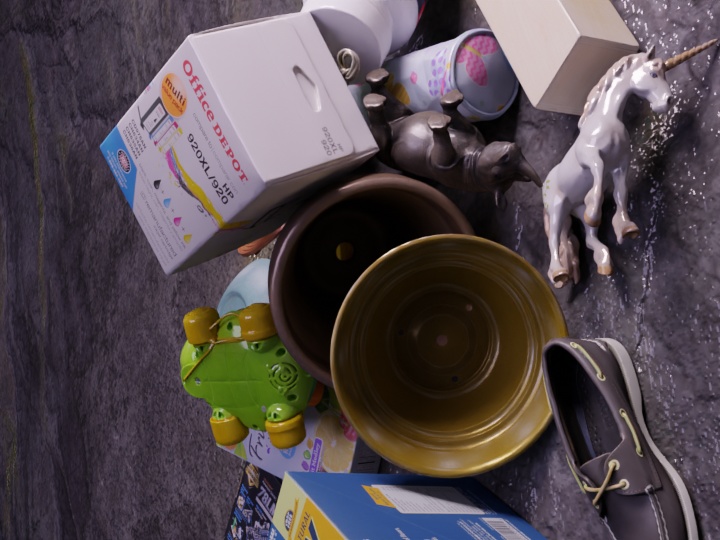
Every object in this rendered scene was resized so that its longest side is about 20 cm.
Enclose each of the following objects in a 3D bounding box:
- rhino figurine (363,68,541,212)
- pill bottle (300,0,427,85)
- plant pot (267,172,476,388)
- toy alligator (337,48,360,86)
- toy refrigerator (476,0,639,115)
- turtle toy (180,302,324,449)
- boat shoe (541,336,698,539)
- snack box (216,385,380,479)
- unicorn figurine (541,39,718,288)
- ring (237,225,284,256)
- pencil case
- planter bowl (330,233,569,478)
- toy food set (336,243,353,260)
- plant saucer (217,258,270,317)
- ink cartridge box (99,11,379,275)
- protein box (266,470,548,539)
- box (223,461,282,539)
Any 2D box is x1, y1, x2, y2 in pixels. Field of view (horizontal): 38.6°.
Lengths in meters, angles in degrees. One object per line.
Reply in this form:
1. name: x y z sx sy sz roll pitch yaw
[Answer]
1. rhino figurine: 0.080 -0.109 0.903 0.199 0.060 0.088 27 149 36
2. pill bottle: 0.010 -0.281 1.008 0.119 0.119 0.201 -32 28 50
3. plant pot: 0.000 0.000 0.991 0.175 0.198 0.203 -139 62 -72
4. toy alligator: -0.023 -0.138 1.006 0.059 0.054 0.201 48 137 20
5. toy refrigerator: 0.157 -0.230 0.883 0.076 0.069 0.202 -60 37 41
6. turtle toy: -0.116 0.096 1.050 0.198 0.101 0.148 -4 105 36
7. boat shoe: 0.185 0.141 0.758 0.072 0.060 0.203 -48 45 41
8. snack box: -0.062 0.152 1.104 0.199 0.053 0.144 17 96 40
9. unicorn figurine: 0.185 -0.077 0.791 0.200 0.073 0.139 -43 37 52
10. ring: -0.066 -0.090 1.162 0.200 0.019 0.201 -43 16 15
11. pencil case: 0.064 -0.174 1.001 0.199 0.090 0.084 -2 103 58
12. planter bowl: 0.073 0.067 0.880 0.083 0.198 0.203 -103 25 -83
13. toy food set: -0.052 0.003 1.175 0.199 0.048 0.201 -29 59 52
14. plant saucer: -0.152 0.083 1.323 0.200 0.038 0.204 -20 66 54
15. ink cartridge box: -0.115 -0.115 0.947 0.199 0.144 0.148 -33 84 47
16. protein box: 0.048 0.265 0.816 0.198 0.198 0.137 31 109 56
17. box: -0.097 0.333 1.170 0.200 0.049 0.201 36 113 55
